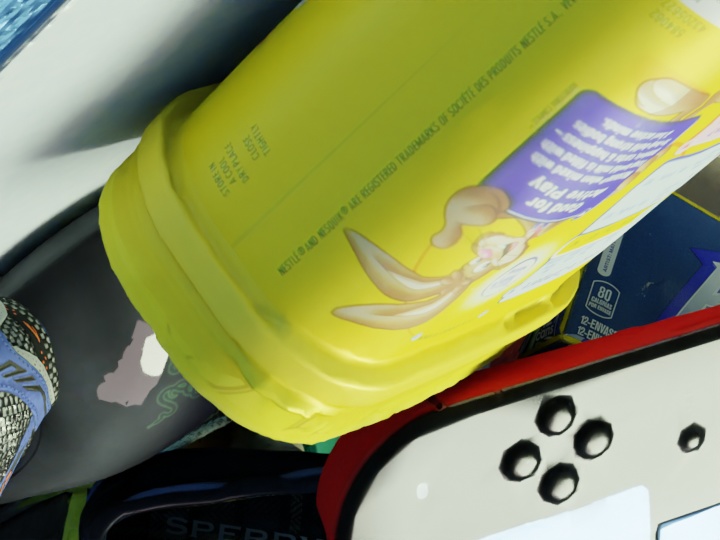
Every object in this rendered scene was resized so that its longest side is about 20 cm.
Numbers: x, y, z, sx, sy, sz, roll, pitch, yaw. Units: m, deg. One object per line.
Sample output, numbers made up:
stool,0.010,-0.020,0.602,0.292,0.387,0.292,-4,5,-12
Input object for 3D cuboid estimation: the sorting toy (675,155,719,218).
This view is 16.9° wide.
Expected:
sorting toy,0.143,-0.064,0.827,0.180,0.107,0.200,-51,-176,-29

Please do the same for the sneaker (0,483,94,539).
sneaker,-0.147,0.128,0.797,0.199,0.076,0.076,-21,-175,1

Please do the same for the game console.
game console,0.078,0.106,0.686,0.176,0.201,0.031,-13,-150,-14

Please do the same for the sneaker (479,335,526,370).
sneaker,0.000,0.000,0.764,0.200,0.077,0.073,162,-49,-78

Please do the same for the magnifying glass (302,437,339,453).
magnifying glass,-0.009,0.035,0.882,0.200,0.080,0.022,-41,-179,-28

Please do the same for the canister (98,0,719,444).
canister,0.052,-0.058,0.557,0.200,0.087,0.148,-42,168,32

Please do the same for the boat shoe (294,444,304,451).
boat shoe,0.022,0.032,0.979,0.069,0.075,0.200,-57,162,17

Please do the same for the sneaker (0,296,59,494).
sneaker,-0.135,0.073,0.613,0.200,0.076,0.078,-40,172,40

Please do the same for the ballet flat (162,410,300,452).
ballet flat,-0.053,0.086,0.941,0.074,0.074,0.200,-40,177,31

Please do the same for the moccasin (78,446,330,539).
moccasin,0.014,0.094,0.721,0.199,0.081,0.068,0,-178,3

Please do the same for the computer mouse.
computer mouse,-0.071,0.035,0.693,0.138,0.053,0.200,-29,169,-24

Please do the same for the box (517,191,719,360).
box,0.135,0.048,0.751,0.070,0.199,0.065,-34,-149,59
